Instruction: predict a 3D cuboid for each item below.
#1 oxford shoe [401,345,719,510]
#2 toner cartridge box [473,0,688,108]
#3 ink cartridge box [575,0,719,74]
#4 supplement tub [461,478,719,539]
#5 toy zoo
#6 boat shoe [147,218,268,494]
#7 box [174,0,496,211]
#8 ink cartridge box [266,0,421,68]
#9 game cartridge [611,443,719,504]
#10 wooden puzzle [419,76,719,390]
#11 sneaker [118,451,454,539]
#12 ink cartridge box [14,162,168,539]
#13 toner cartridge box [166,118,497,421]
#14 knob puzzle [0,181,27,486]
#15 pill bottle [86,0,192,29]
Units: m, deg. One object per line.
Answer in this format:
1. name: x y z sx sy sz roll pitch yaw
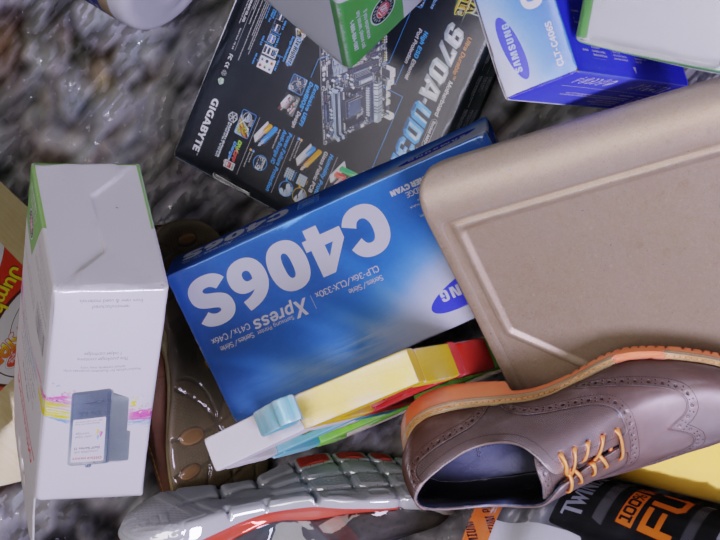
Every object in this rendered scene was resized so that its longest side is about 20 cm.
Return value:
1. oxford shoe: 0.119 0.094 1.202 0.198 0.073 0.072 -13 120 11
2. toner cartridge box: 0.115 -0.138 1.197 0.043 0.200 0.096 -20 83 23
3. ink cartridge box: 0.194 -0.174 1.163 0.083 0.200 0.146 13 97 25
4. supplement tub: 0.157 0.183 1.231 0.199 0.122 0.124 13 97 21
5. toy zoo: -0.001 0.072 1.253 0.131 0.200 0.021 -25 82 21
6. boat shoe: -0.105 0.070 1.377 0.067 0.072 0.202 -5 95 57
7. box: -0.003 -0.123 1.331 0.158 0.046 0.201 27 102 19
8. ink cartridge box: 0.028 -0.230 1.221 0.083 0.147 0.200 40 75 21
9. game cartridge: 0.207 0.041 1.257 0.199 0.032 0.178 12 96 20
10. wooden puzzle: 0.150 0.005 1.213 0.184 0.037 0.201 -16 116 21
11. sneaker: -0.039 0.162 1.328 0.198 0.077 0.083 -9 107 -1
12. ink cartridge box: -0.160 0.051 1.311 0.118 0.067 0.201 -109 23 -48
13. toner cartridge box: 0.000 0.000 1.276 0.199 0.043 0.096 -25 103 8
14. knob puzzle: -0.245 0.049 1.403 0.218 0.030 0.222 -4 103 -19
15. pill bottle: -0.184 -0.239 1.370 0.199 0.111 0.112 32 103 19
